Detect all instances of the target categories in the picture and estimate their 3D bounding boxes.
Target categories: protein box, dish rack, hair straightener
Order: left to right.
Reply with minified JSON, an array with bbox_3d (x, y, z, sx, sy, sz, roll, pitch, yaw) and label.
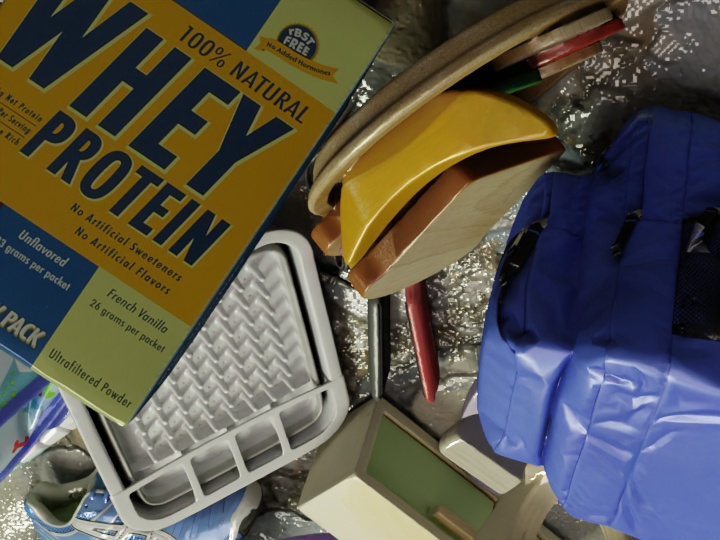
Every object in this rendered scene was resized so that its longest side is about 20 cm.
[{"bbox_3d":[-0.102,-0.054,0.556,0.135,0.200,0.199,34,86,-4],"label":"protein box"},{"bbox_3d":[-0.100,0.064,0.747,0.171,0.044,0.200,-26,136,-15],"label":"dish rack"},{"bbox_3d":[0.000,0.000,0.729,0.077,0.041,0.200,-2,125,14],"label":"hair straightener"}]

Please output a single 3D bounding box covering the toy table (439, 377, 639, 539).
[{"bbox_3d":[0.134,0.115,0.738,0.184,0.117,0.200,26,128,-7],"label":"toy table"}]

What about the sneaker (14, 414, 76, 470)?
[{"bbox_3d":[-0.227,0.075,0.830,0.200,0.078,0.091,-33,97,27],"label":"sneaker"}]

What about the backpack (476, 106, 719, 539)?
[{"bbox_3d":[0.155,0.011,0.602,0.168,0.200,0.163,19,143,7],"label":"backpack"}]

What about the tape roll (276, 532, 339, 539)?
[{"bbox_3d":[-0.030,0.274,0.883,0.200,0.066,0.200,-5,140,-4],"label":"tape roll"}]

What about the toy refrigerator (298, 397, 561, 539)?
[{"bbox_3d":[0.060,0.182,0.826,0.200,0.076,0.070,40,129,-16],"label":"toy refrigerator"}]

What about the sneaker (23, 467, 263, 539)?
[{"bbox_3d":[-0.167,0.184,0.881,0.200,0.076,0.077,-15,126,21],"label":"sneaker"}]

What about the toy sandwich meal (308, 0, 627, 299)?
[{"bbox_3d":[0.058,-0.060,0.583,0.205,0.205,0.070,-36,82,32],"label":"toy sandwich meal"}]

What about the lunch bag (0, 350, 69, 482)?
[{"bbox_3d":[-0.278,0.056,0.740,0.170,0.127,0.200,40,84,8],"label":"lunch bag"}]
